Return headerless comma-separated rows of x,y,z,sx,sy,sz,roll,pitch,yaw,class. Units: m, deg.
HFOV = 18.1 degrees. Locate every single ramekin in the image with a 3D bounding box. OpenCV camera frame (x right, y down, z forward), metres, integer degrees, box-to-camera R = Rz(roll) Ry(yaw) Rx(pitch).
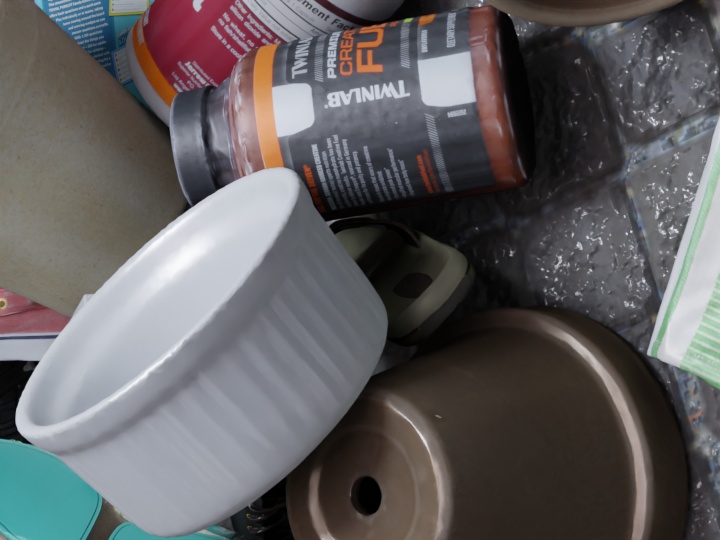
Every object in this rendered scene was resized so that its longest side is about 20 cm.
-0.079,0.047,1.207,0.200,0.201,0.098,-30,112,34,ramekin

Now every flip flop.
0.000,0.000,1.311,0.081,0.057,0.200,-55,21,-8,flip flop

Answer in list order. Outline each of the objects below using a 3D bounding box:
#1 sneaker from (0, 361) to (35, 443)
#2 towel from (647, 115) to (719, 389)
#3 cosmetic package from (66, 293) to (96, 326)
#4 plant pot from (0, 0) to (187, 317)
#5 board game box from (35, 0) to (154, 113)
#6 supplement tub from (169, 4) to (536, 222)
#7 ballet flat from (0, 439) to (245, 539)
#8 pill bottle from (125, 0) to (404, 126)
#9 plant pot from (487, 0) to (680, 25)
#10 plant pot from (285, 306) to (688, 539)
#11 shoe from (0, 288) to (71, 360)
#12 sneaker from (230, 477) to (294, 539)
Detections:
-0.274,0.041,1.575,0.092,0.075,0.202,-167,73,-65,sneaker
0.252,0.012,1.178,0.199,0.023,0.154,23,102,37,towel
-0.145,0.080,1.393,0.200,0.073,0.102,136,128,-69,cosmetic package
-0.210,-0.070,1.363,0.200,0.183,0.201,-31,41,32,plant pot
-0.172,-0.155,1.502,0.150,0.047,0.202,-9,83,37,board game box
-0.005,-0.084,1.288,0.198,0.107,0.108,-10,82,11,supplement tub
-0.146,0.161,1.306,0.199,0.064,0.076,23,59,16,ballet flat
-0.043,-0.170,1.360,0.200,0.113,0.113,-44,64,28,pill bottle
0.121,-0.261,1.193,0.200,0.200,0.175,-39,49,31,plant pot
0.053,0.121,1.238,0.199,0.174,0.202,0,90,38,plant pot
-0.269,0.012,1.487,0.071,0.199,0.092,-163,74,-68,shoe
-0.042,0.133,1.334,0.074,0.200,0.107,-12,87,-8,sneaker
